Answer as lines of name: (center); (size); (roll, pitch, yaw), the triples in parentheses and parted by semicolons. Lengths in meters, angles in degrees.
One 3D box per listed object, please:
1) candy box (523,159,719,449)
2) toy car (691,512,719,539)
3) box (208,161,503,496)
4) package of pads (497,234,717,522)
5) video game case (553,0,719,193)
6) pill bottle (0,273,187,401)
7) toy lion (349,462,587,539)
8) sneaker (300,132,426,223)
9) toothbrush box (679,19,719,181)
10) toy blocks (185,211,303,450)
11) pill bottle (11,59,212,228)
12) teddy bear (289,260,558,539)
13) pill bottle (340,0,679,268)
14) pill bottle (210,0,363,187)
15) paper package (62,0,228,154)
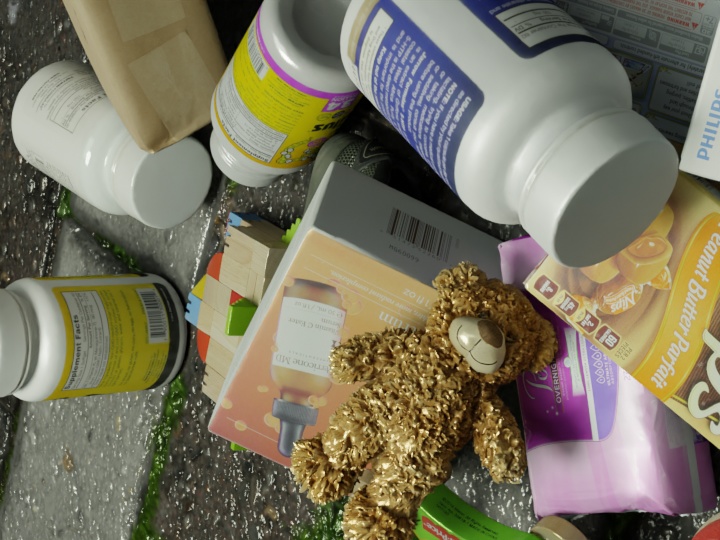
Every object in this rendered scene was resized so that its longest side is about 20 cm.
candy box: (0.213, 0.025, 0.879); (0.200, 0.055, 0.116); (40, 108, 11)
toy car: (0.234, 0.244, 0.800); (0.177, 0.200, 0.184); (43, 130, 1)
box: (-0.001, 0.050, 1.078); (0.107, 0.152, 0.201); (-74, 11, -58)
package of pads: (0.164, 0.068, 0.983); (0.120, 0.075, 0.201); (-12, 83, 43)
video game case: (0.184, -0.127, 0.914); (0.199, 0.045, 0.182); (23, 117, 22)
pill bottle: (-0.271, 0.061, 1.350); (0.114, 0.199, 0.115); (2, 93, 46)
toy lion: (0.090, 0.232, 1.031); (0.199, 0.069, 0.192); (30, 144, 33)
sneaker: (0.000, 0.000, 1.153); (0.114, 0.076, 0.201); (26, 105, 49)
toothbrush box: (0.290, -0.101, 0.783); (0.199, 0.085, 0.147); (17, 106, 16)
toy blocks: (-0.101, 0.036, 1.262); (0.137, 0.099, 0.201); (28, 111, 54)
pill bottle: (-0.230, -0.116, 1.362); (0.200, 0.114, 0.115); (30, 113, 42)
teddy bear: (0.040, 0.090, 0.953); (0.199, 0.067, 0.146); (-34, 68, 10)
pill bottle: (0.087, -0.098, 0.850); (0.200, 0.119, 0.120); (51, 125, 34)
pill bottle: (-0.058, -0.145, 1.170); (0.200, 0.104, 0.105); (-48, 57, 57)
paper package: (-0.202, -0.240, 1.251); (0.191, 0.103, 0.201); (55, 167, 44)
